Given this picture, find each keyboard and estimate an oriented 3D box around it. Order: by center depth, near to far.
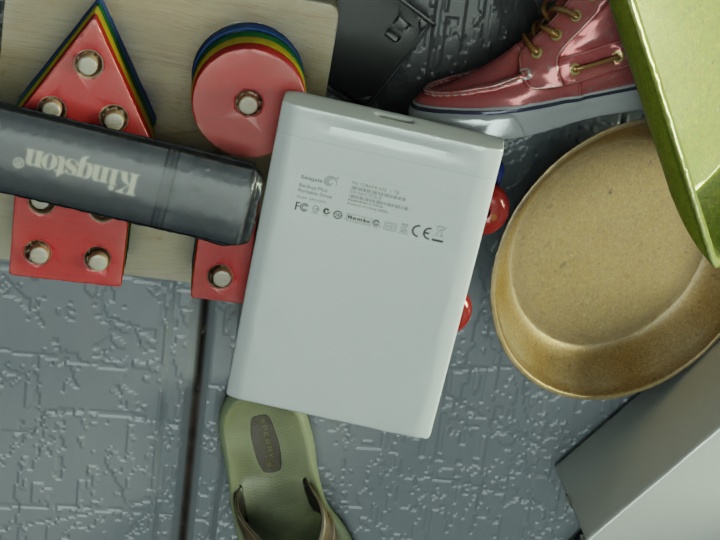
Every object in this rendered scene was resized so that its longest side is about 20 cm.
[{"bbox_3d":[-0.039,-0.199,1.032,0.200,0.021,0.127,34,110,-18],"label":"keyboard"}]

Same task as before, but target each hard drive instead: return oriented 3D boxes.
[{"bbox_3d":[0.000,0.000,1.025,0.131,0.027,0.201,12,116,-1],"label":"hard drive"}]

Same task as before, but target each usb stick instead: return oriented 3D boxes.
[{"bbox_3d":[-0.155,-0.059,0.986,0.199,0.033,0.056,13,115,-10],"label":"usb stick"}]

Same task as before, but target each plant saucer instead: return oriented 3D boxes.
[{"bbox_3d":[0.227,-0.139,1.020,0.200,0.048,0.200,-41,123,-28],"label":"plant saucer"},{"bbox_3d":[0.168,-0.011,1.099,0.199,0.035,0.201,-10,119,-18],"label":"plant saucer"}]

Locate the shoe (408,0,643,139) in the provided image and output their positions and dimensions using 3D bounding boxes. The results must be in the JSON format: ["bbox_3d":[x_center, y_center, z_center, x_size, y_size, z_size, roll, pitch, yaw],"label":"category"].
[{"bbox_3d":[0.123,-0.141,1.047,0.199,0.072,0.091,-10,111,-7],"label":"shoe"}]

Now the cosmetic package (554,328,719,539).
[{"bbox_3d":[0.237,0.116,1.138,0.200,0.108,0.085,-43,110,13],"label":"cosmetic package"}]

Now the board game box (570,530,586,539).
[{"bbox_3d":[0.196,0.286,1.245,0.200,0.029,0.135,41,104,-19],"label":"board game box"}]

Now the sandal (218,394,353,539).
[{"bbox_3d":[-0.053,0.172,1.158,0.079,0.057,0.202,-17,113,2],"label":"sandal"}]

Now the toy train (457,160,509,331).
[{"bbox_3d":[0.009,0.004,1.080,0.115,0.085,0.201,15,110,-13],"label":"toy train"}]

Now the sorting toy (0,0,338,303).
[{"bbox_3d":[-0.125,-0.078,1.036,0.199,0.070,0.199,7,115,-7],"label":"sorting toy"}]
